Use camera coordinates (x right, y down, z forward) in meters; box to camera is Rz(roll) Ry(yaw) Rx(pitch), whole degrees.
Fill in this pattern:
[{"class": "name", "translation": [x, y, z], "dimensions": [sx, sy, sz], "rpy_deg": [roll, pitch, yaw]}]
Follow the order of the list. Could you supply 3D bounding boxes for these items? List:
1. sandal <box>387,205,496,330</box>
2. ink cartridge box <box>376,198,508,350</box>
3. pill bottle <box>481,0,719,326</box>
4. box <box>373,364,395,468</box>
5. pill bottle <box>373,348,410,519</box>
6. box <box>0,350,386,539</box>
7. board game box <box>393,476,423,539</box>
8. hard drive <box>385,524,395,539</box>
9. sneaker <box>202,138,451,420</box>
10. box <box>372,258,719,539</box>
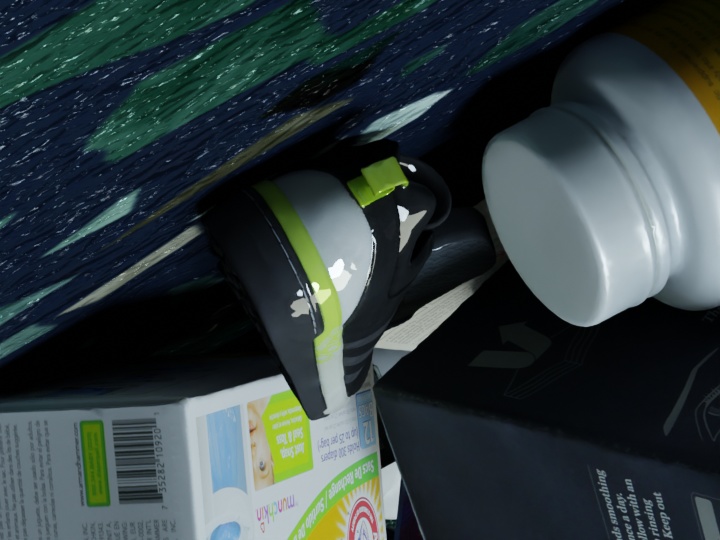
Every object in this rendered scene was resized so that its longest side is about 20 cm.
[{"class": "sandal", "translation": [-0.001, 0.000, 1.232], "dimensions": [0.076, 0.043, 0.200], "rpy_deg": [-18, 175, -17]}, {"class": "ink cartridge box", "translation": [0.071, -0.015, 1.466], "dimensions": [0.161, 0.050, 0.200], "rpy_deg": [-34, 154, 32]}, {"class": "pill bottle", "translation": [0.147, -0.057, 1.113], "dimensions": [0.200, 0.110, 0.109], "rpy_deg": [-28, 173, -20]}, {"class": "box", "translation": [-0.085, 0.102, 1.400], "dimensions": [0.199, 0.046, 0.159], "rpy_deg": [-27, -173, -9]}, {"class": "pill bottle", "translation": [0.034, 0.071, 1.608], "dimensions": [0.104, 0.105, 0.200], "rpy_deg": [-35, 172, 36]}, {"class": "box", "translation": [-0.069, 0.094, 1.162], "dimensions": [0.101, 0.113, 0.200], "rpy_deg": [-3, -176, 20]}, {"class": "board game box", "translation": [0.080, 0.070, 1.330], "dimensions": [0.157, 0.039, 0.200], "rpy_deg": [-23, -165, 10]}, {"class": "hard drive", "translation": [0.006, 0.168, 1.360], "dimensions": [0.134, 0.043, 0.200], "rpy_deg": [-10, -155, -35]}, {"class": "sneaker", "translation": [-0.001, 0.000, 1.058], "dimensions": [0.083, 0.072, 0.200], "rpy_deg": [-31, 174, -4]}, {"class": "box", "translation": [0.148, 0.050, 1.168], "dimensions": [0.200, 0.118, 0.197], "rpy_deg": [13, -137, 41]}]
